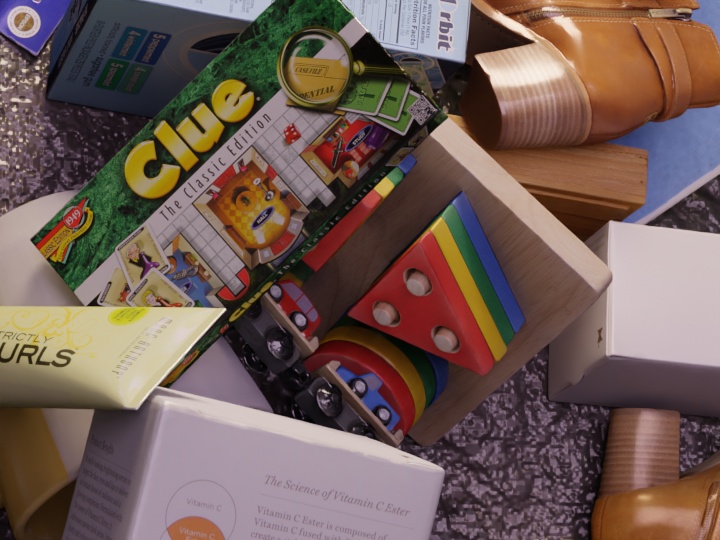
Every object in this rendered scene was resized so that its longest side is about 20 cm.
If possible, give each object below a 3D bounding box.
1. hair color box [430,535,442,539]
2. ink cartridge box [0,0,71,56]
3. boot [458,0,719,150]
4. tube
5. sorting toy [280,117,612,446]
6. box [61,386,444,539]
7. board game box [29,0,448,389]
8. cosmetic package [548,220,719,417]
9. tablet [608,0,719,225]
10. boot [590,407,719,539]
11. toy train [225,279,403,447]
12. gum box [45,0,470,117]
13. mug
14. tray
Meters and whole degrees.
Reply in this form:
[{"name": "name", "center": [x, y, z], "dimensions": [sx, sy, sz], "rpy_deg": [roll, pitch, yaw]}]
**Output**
[{"name": "hair color box", "center": [-0.039, 0.199, 1.465], "dimensions": [0.199, 0.101, 0.062], "rpy_deg": [-16, 102, -19]}, {"name": "ink cartridge box", "center": [-0.239, -0.217, 1.565], "dimensions": [0.199, 0.037, 0.095], "rpy_deg": [35, 68, -7]}, {"name": "boot", "center": [0.111, -0.159, 1.559], "dimensions": [0.154, 0.077, 0.201], "rpy_deg": [-11, 56, -24]}, {"name": "tube", "center": [-0.157, 0.041, 1.356], "dimensions": [0.052, 0.199, 0.059], "rpy_deg": [19, 76, -47]}, {"name": "sorting toy", "center": [0.000, 0.000, 1.478], "dimensions": [0.199, 0.200, 0.070], "rpy_deg": [43, 51, -1]}, {"name": "box", "center": [-0.066, 0.169, 1.339], "dimensions": [0.151, 0.106, 0.202], "rpy_deg": [15, 89, -21]}, {"name": "board game box", "center": [-0.062, -0.045, 1.385], "dimensions": [0.200, 0.023, 0.105], "rpy_deg": [-44, 72, 5]}, {"name": "cosmetic package", "center": [0.216, 0.035, 1.590], "dimensions": [0.198, 0.108, 0.086], "rpy_deg": [8, 73, -16]}, {"name": "tablet", "center": [0.199, -0.128, 1.620], "dimensions": [0.199, 0.014, 0.131], "rpy_deg": [-34, 88, 13]}, {"name": "boot", "center": [0.226, 0.158, 1.585], "dimensions": [0.199, 0.071, 0.145], "rpy_deg": [5, 80, -12]}, {"name": "toy train", "center": [-0.046, 0.026, 1.450], "dimensions": [0.200, 0.034, 0.046], "rpy_deg": [50, 50, -8]}, {"name": "gum box", "center": [-0.059, -0.123, 1.517], "dimensions": [0.198, 0.170, 0.045], "rpy_deg": [10, 72, -13]}, {"name": "mug", "center": [-0.160, 0.049, 1.458], "dimensions": [0.186, 0.150, 0.154], "rpy_deg": [-19, 73, -27]}, {"name": "tray", "center": [0.052, -0.055, 1.569], "dimensions": [0.198, 0.099, 0.037], "rpy_deg": [10, 73, -14]}]
